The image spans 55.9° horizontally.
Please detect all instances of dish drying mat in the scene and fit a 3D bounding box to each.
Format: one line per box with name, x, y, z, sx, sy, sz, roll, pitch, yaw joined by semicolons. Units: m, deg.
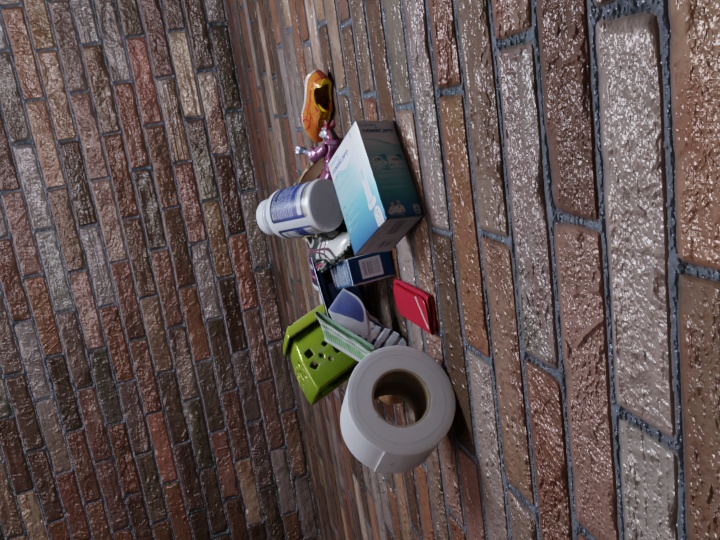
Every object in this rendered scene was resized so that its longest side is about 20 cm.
dish drying mat;0.102;0.068;1.327;0.200;0.018;0.078;-153;51;-72

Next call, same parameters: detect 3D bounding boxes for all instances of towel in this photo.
towel;-0.027;0.158;1.462;0.151;0.024;0.200;32;166;13

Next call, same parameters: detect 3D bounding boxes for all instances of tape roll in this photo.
tape roll;0.065;0.259;1.261;0.140;0.199;0.205;104;150;-60

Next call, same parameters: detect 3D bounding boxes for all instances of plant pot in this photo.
plant pot;-0.092;0.202;1.749;0.183;0.198;0.200;53;159;12

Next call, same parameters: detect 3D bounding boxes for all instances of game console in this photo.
game console;-0.040;0.063;1.635;0.117;0.173;0.203;-49;52;52

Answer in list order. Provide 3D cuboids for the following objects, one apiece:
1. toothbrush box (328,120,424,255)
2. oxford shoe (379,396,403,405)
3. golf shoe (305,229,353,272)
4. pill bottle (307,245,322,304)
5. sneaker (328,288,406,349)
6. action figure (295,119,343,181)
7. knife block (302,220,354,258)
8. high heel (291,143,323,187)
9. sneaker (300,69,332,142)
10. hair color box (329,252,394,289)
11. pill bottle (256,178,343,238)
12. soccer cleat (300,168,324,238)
toothbrush box;0.024;-0.153;1.258;0.147;0.084;0.203;-48;56;55
oxford shoe;0.082;0.258;1.512;0.071;0.071;0.200;46;160;8
golf shoe;-0.065;-0.059;1.484;0.089;0.077;0.199;55;148;-5
pill bottle;-0.078;-0.009;1.791;0.112;0.109;0.203;-130;31;-62
sneaker;0.013;0.137;1.511;0.199;0.081;0.115;40;170;6
action figure;-0.060;-0.228;1.493;0.149;0.132;0.203;-132;30;-62
knife block;-0.068;-0.099;1.601;0.198;0.064;0.176;29;161;24
high heel;-0.111;-0.223;1.662;0.142;0.071;0.203;-39;31;49
sneaker;-0.104;-0.391;1.668;0.078;0.072;0.202;55;158;34
hair color box;0.000;0.000;1.511;0.200;0.098;0.062;166;90;-77
pill bottle;-0.137;-0.130;1.484;0.198;0.110;0.113;-6;97;44
soccer cleat;-0.092;-0.158;1.599;0.084;0.202;0.069;17;155;31
